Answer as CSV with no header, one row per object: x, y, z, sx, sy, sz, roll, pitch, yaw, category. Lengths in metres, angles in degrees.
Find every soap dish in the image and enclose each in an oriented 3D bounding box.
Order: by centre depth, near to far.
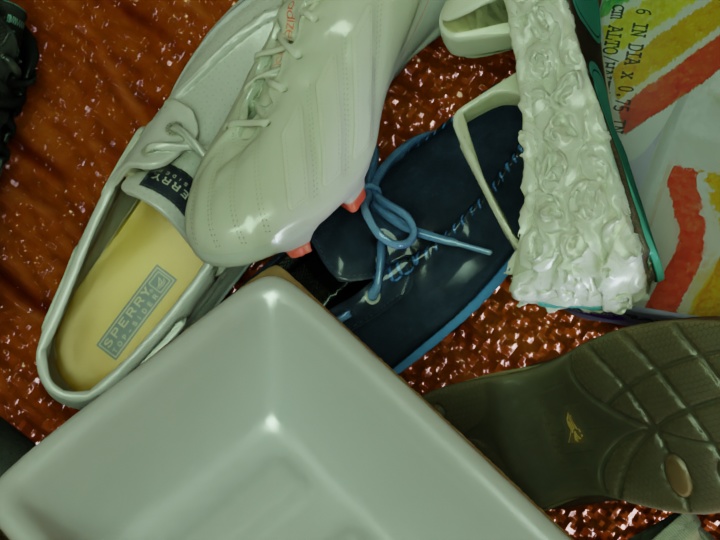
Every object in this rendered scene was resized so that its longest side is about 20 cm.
-0.020,0.114,0.922,0.157,0.081,0.200,-39,68,-22,soap dish

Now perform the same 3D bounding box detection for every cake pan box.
0.175,-0.067,0.992,0.184,0.052,0.200,11,83,30,cake pan box

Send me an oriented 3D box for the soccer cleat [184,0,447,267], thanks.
-0.011,-0.086,1.006,0.069,0.078,0.200,12,53,38,soccer cleat

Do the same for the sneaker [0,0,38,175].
-0.169,-0.067,1.062,0.079,0.075,0.200,-11,88,4,sneaker

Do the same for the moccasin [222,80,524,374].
0.000,0.000,1.030,0.200,0.080,0.068,-48,123,2,moccasin

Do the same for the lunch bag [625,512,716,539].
0.096,0.205,1.004,0.200,0.118,0.164,-35,84,9,lunch bag

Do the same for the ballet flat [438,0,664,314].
0.063,-0.076,0.984,0.072,0.072,0.200,-12,68,6,ballet flat

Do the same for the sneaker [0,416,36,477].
-0.068,0.093,1.025,0.200,0.075,0.116,42,105,2,sneaker

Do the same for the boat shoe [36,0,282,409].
-0.067,-0.031,1.051,0.071,0.070,0.200,35,93,6,boat shoe

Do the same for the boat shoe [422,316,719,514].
0.108,0.052,0.990,0.200,0.068,0.072,-12,94,39,boat shoe
